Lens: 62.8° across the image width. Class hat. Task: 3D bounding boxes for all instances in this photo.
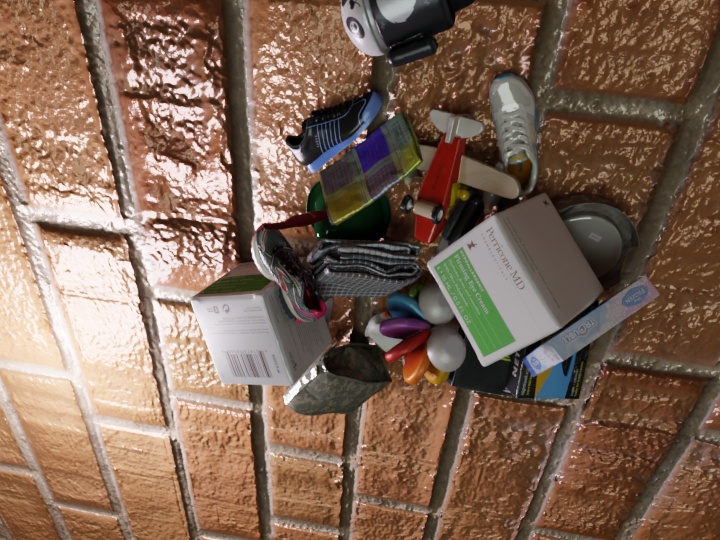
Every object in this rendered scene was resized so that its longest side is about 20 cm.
[{"bbox_3d":[-0.048,-0.066,1.092,0.194,0.178,0.169,-2,124,13],"label":"hat"}]

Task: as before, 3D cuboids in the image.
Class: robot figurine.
[{"bbox_3d":[0.066,-0.397,0.862,0.195,0.153,0.126,-14,136,20],"label":"robot figurine"}]

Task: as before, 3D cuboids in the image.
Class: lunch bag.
[{"bbox_3d":[-0.059,0.241,1.313,0.197,0.120,0.164,9,138,-44],"label":"lunch bag"}]

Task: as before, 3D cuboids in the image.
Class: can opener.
[{"bbox_3d":[0.188,-0.067,1.134,0.065,0.053,0.203,-6,135,-29],"label":"can opener"}]

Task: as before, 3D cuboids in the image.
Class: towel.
[{"bbox_3d":[0.013,-0.175,1.016,0.197,0.146,0.023,-31,137,21],"label":"towel"},{"bbox_3d":[0.000,0.000,1.116,0.194,0.088,0.165,2,169,-16],"label":"towel"}]

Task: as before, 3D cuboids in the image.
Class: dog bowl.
[{"bbox_3d":[0.405,-0.049,1.089,0.194,0.059,0.205,5,127,7],"label":"dog bowl"}]

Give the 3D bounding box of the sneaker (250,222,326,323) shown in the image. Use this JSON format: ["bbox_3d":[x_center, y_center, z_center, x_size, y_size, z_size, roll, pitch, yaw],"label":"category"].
[{"bbox_3d":[-0.125,0.001,1.072,0.074,0.081,0.203,-8,119,49],"label":"sneaker"}]

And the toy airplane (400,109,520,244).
[{"bbox_3d":[0.152,-0.170,1.012,0.196,0.205,0.140,-28,162,22],"label":"toy airplane"}]

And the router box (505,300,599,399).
[{"bbox_3d":[0.376,0.148,1.160,0.145,0.051,0.206,3,102,-15],"label":"router box"}]

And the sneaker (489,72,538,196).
[{"bbox_3d":[0.261,-0.223,0.978,0.074,0.082,0.204,-10,122,20],"label":"sneaker"}]

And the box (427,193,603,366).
[{"bbox_3d":[0.260,0.013,0.990,0.170,0.198,0.203,-37,79,42],"label":"box"}]

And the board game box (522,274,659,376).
[{"bbox_3d":[0.392,0.103,1.028,0.197,0.044,0.200,-32,165,-7],"label":"board game box"}]

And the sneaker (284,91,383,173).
[{"bbox_3d":[-0.050,-0.253,1.026,0.078,0.071,0.198,39,124,-24],"label":"sneaker"}]

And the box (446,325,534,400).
[{"bbox_3d":[0.287,0.152,1.192,0.194,0.048,0.199,13,98,-15],"label":"box"}]

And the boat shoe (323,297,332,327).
[{"bbox_3d":[-0.112,0.127,1.316,0.065,0.072,0.203,27,135,15],"label":"boat shoe"}]

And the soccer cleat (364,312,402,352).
[{"bbox_3d":[0.100,0.164,1.306,0.197,0.070,0.078,33,136,-8],"label":"soccer cleat"}]

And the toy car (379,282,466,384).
[{"bbox_3d":[0.108,0.126,1.172,0.146,0.206,0.175,-2,162,-22],"label":"toy car"}]

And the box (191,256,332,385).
[{"bbox_3d":[-0.196,0.103,1.204,0.194,0.171,0.205,-5,111,31],"label":"box"}]
